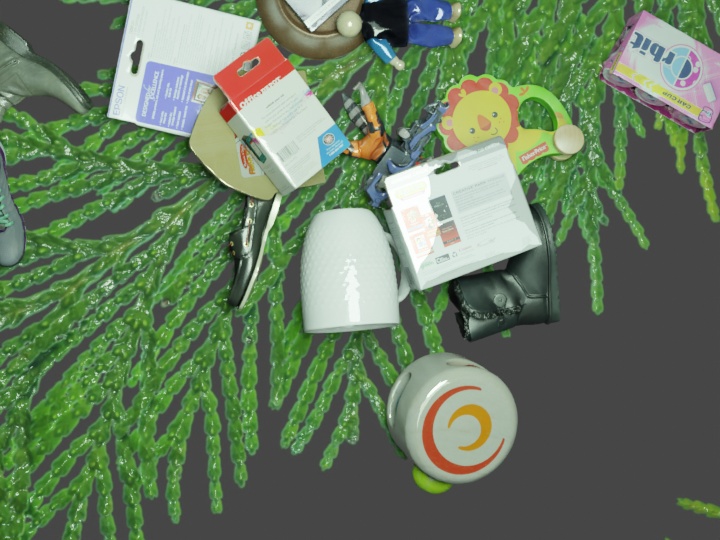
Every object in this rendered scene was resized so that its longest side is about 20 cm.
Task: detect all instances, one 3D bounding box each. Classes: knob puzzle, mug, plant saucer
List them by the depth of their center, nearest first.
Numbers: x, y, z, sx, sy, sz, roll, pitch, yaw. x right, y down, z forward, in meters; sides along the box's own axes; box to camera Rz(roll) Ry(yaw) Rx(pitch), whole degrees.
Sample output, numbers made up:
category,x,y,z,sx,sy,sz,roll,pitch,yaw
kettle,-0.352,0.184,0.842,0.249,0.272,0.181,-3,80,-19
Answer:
category,x,y,z,sx,sy,sz,roll,pitch,yaw
knob puzzle,-0.164,-0.201,1.692,0.218,0.030,0.221,2,84,-20
mug,0.000,0.000,1.714,0.199,0.147,0.177,0,82,-38
plant saucer,-0.062,-0.429,1.735,0.199,0.037,0.202,0,92,-8

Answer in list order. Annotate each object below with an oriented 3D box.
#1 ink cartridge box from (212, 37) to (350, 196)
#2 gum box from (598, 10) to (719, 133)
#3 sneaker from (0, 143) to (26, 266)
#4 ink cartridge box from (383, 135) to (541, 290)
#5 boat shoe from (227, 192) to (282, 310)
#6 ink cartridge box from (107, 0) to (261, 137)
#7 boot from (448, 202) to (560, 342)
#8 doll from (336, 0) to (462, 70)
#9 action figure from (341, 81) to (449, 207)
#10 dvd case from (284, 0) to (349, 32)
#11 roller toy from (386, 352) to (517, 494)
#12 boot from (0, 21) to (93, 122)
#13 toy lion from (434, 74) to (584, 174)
category,x,y,z,sx,sy,sz,roll,pitch,yaw
ink cartridge box,-0.124,-0.227,1.657,0.116,0.067,0.200,-40,98,-20
gum box,0.492,-0.320,1.802,0.199,0.066,0.114,27,86,-8
sneaker,-0.546,-0.102,1.646,0.074,0.088,0.201,-15,93,-8
ink cartridge box,0.144,-0.086,1.680,0.199,0.084,0.177,-20,93,-7
boat shoe,-0.172,-0.041,1.711,0.063,0.074,0.203,16,84,-10
ink cartridge box,-0.267,-0.305,1.703,0.199,0.043,0.200,12,90,-11
boot,0.222,0.004,1.767,0.167,0.076,0.202,-9,99,-12
doll,0.059,-0.376,1.727,0.199,0.048,0.138,-2,91,-21
action figure,0.050,-0.210,1.727,0.193,0.105,0.200,40,111,-12
dvd case,-0.083,-0.486,1.704,0.149,0.016,0.200,-41,96,-6
roller toy,0.139,0.223,1.730,0.199,0.140,0.183,-28,105,-10
boot,-0.505,-0.265,1.667,0.200,0.068,0.131,39,91,0
toy lion,0.224,-0.229,1.775,0.199,0.069,0.193,-29,88,-7
